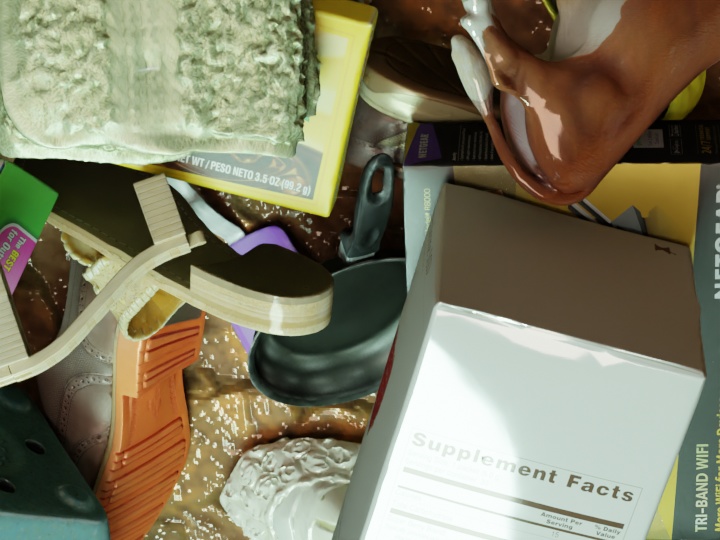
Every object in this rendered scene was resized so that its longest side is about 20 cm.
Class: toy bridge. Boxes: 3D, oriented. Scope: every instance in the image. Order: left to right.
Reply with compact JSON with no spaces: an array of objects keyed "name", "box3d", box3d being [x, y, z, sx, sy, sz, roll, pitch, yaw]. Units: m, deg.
[{"name":"toy bridge","box3d":[-0.166,0.017,1.252,0.200,0.027,0.067,-19,80,-3]}]

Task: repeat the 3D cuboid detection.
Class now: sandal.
[{"name":"sandal","box3d":[-0.100,0.007,1.327,0.212,0.078,0.070,26,119,38]}]

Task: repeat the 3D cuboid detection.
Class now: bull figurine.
[{"name":"bull figurine","box3d":[0.120,-0.120,1.202,0.121,0.200,0.065,49,153,-15]}]

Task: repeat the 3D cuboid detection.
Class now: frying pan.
[{"name":"frying pan","box3d":[-0.015,0.008,1.334,0.115,0.031,0.190,-27,145,3]}]

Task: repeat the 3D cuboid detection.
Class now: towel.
[{"name":"towel","box3d":[-0.093,-0.147,1.205,0.148,0.036,0.200,-2,94,1]}]

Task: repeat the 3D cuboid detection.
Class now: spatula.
[{"name":"spatula","box3d":[-0.088,-0.041,1.385,0.057,0.021,0.200,-30,105,28]}]

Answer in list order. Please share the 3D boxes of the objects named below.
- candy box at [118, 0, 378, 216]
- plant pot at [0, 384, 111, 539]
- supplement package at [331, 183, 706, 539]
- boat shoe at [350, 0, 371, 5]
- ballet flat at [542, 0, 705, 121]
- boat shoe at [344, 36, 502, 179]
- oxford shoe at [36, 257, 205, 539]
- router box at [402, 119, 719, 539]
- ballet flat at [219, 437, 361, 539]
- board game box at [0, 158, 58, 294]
[{"name":"candy box","box3d":[-0.100,-0.096,1.256,0.200,0.026,0.102,14,115,2]},{"name":"plant pot","box3d":[-0.235,0.162,1.397,0.196,0.196,0.200,11,119,-41]},{"name":"supplement package","box3d":[0.063,0.085,1.203,0.120,0.121,0.200,15,116,-4]},{"name":"boat shoe","box3d":[-0.031,-0.140,1.296,0.076,0.072,0.200,17,125,21]},{"name":"ballet flat","box3d":[0.101,-0.149,1.259,0.067,0.067,0.200,-22,108,26]},{"name":"boat shoe","box3d":[0.085,-0.046,1.301,0.200,0.072,0.072,17,119,-12]},{"name":"oxford shoe","box3d":[-0.134,0.074,1.438,0.073,0.071,0.200,28,119,25]},{"name":"router box","box3d":[0.101,0.029,1.271,0.157,0.052,0.200,-1,117,5]},{"name":"ballet flat","box3d":[0.018,0.130,1.419,0.200,0.072,0.072,6,117,12]},{"name":"board game box","box3d":[-0.249,0.030,1.326,0.153,0.200,0.040,16,167,41]}]
